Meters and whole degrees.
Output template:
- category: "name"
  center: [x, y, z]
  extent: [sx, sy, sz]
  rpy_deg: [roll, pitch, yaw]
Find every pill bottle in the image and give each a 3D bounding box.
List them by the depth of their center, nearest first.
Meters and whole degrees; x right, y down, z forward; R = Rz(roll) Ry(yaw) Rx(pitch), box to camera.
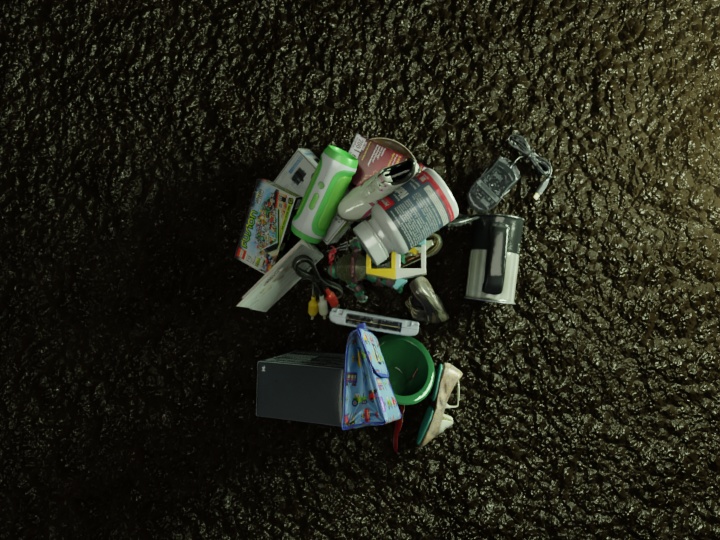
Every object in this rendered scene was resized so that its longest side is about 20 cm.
- category: "pill bottle"
  center: [0.089, -0.104, 1.118]
  extent: [0.199, 0.120, 0.120]
  rpy_deg: [-35, 86, -2]

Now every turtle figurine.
- category: "turtle figurine"
  center: [0.000, 0.000, 1.240]
  extent: [0.197, 0.100, 0.153]
  rpy_deg: [-1, 93, 25]

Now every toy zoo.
- category: "toy zoo"
  center: [0.077, -0.060, 1.182]
  extent: [0.129, 0.020, 0.204]
  rpy_deg: [0, 76, 8]

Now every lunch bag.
- category: "lunch bag"
  center: [0.012, 0.210, 1.117]
  extent: [0.092, 0.150, 0.204]
  rpy_deg: [-12, 77, 14]

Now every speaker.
- category: "speaker"
  center: [-0.079, -0.163, 1.190]
  extent: [0.088, 0.088, 0.202]
  rpy_deg: [29, 107, 6]

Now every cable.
- category: "cable"
  center: [-0.090, 0.037, 1.244]
  extent: [0.096, 0.201, 0.051]
  rpy_deg: [-21, 52, -6]

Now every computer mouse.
- category: "computer mouse"
  center: [0.342, -0.196, 1.259]
  extent: [0.140, 0.046, 0.201]
  rpy_deg: [38, 88, 1]

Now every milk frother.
- category: "milk frother"
  center: [0.247, -0.032, 1.211]
  extent: [0.197, 0.180, 0.192]
  rpy_deg: [6, 88, 27]

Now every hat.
- category: "hat"
  center: [0.069, 0.276, 1.289]
  extent: [0.163, 0.177, 0.202]
  rpy_deg: [23, 51, 2]

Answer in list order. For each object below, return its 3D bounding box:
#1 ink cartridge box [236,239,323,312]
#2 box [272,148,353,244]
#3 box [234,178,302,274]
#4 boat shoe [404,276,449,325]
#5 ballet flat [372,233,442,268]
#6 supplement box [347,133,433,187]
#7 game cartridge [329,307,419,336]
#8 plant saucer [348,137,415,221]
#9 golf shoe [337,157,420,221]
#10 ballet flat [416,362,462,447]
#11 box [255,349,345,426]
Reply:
- category: "ink cartridge box"
  center: [-0.188, 0.009, 1.243]
  extent: [0.200, 0.173, 0.044]
  rpy_deg: [-43, 75, 4]
- category: "box"
  center: [-0.098, -0.173, 1.275]
  extent: [0.200, 0.060, 0.117]
  rpy_deg: [47, 111, 8]
- category: "box"
  center: [-0.218, -0.100, 1.284]
  extent: [0.109, 0.035, 0.203]
  rpy_deg: [25, 109, 15]
- category: "boat shoe"
  center: [0.139, 0.079, 1.200]
  extent: [0.073, 0.200, 0.075]
  rpy_deg: [-29, 58, 9]
- category: "ballet flat"
  center: [0.096, -0.039, 1.270]
  extent: [0.197, 0.062, 0.068]
  rpy_deg: [-25, 87, 6]
- category: "supplement box"
  center: [0.059, -0.216, 1.248]
  extent: [0.198, 0.061, 0.110]
  rpy_deg: [26, 92, 5]
- category: "game cartridge"
  center: [0.034, 0.117, 1.238]
  extent: [0.196, 0.133, 0.042]
  rpy_deg: [9, 90, 7]
- category: "plant saucer"
  center: [0.044, -0.209, 1.295]
  extent: [0.196, 0.032, 0.204]
  rpy_deg: [0, 88, 6]
- category: "golf shoe"
  center: [0.035, -0.177, 1.160]
  extent: [0.198, 0.092, 0.073]
  rpy_deg: [-30, 67, -4]
- category: "ballet flat"
  center: [0.187, 0.315, 1.254]
  extent: [0.066, 0.068, 0.203]
  rpy_deg: [17, 93, -1]
- category: "box"
  center: [-0.099, 0.251, 1.203]
  extent: [0.196, 0.198, 0.126]
  rpy_deg: [2, 89, 18]
